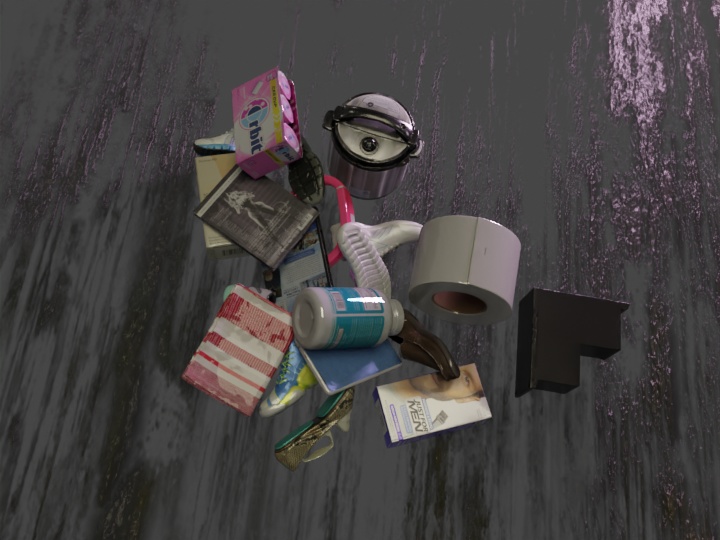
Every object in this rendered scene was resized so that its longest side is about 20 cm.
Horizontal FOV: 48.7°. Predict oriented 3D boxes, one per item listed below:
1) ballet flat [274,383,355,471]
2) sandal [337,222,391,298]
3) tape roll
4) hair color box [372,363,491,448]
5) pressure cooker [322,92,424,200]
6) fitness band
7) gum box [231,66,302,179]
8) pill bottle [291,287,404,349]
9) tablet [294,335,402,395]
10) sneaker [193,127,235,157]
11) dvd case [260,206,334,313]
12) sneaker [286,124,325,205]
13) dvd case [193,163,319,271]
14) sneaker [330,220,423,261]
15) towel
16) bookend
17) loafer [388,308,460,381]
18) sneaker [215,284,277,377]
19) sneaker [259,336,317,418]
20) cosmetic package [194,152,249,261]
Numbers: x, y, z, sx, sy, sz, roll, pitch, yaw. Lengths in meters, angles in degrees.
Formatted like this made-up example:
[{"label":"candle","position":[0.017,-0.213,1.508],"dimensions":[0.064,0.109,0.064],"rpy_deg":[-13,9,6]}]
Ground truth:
[{"label":"ballet flat","position":[-0.068,0.289,1.460],"dimensions":[0.200,0.068,0.075],"rpy_deg":[-43,100,-15]},{"label":"sandal","position":[0.005,-0.004,1.553],"dimensions":[0.082,0.050,0.204],"rpy_deg":[-35,115,-33]},{"label":"tape roll","position":[0.200,0.002,1.528],"dimensions":[0.201,0.203,0.140],"rpy_deg":[14,66,-1]},{"label":"hair color box","position":[0.133,0.253,1.492],"dimensions":[0.198,0.065,0.110],"rpy_deg":[-11,69,-13]},{"label":"pressure cooker","position":[0.024,-0.257,1.611],"dimensions":[0.175,0.200,0.180],"rpy_deg":[-23,72,-15]},{"label":"fitness band","position":[-0.083,-0.097,1.585],"dimensions":[0.142,0.037,0.202],"rpy_deg":[-15,68,21]},{"label":"gum box","position":[-0.185,-0.294,1.560],"dimensions":[0.113,0.066,0.202],"rpy_deg":[-21,58,21]},{"label":"pill bottle","position":[-0.018,0.087,1.457],"dimensions":[0.198,0.111,0.112],"rpy_deg":[2,65,-34]},{"label":"tablet","position":[-0.020,0.151,1.492],"dimensions":[0.199,0.014,0.131],"rpy_deg":[-15,64,-43]},{"label":"sneaker","position":[-0.248,-0.276,1.648],"dimensions":[0.198,0.075,0.088],"rpy_deg":[-5,81,-18]},{"label":"dvd case","position":[-0.128,-0.011,1.553],"dimensions":[0.142,0.018,0.202],"rpy_deg":[-20,68,19]},{"label":"sneaker","position":[-0.112,-0.214,1.589],"dimensions":[0.075,0.079,0.201],"rpy_deg":[-28,67,11]},{"label":"dvd case","position":[-0.201,-0.110,1.539],"dimensions":[0.199,0.016,0.149],"rpy_deg":[34,70,11]},{"label":"sneaker","position":[0.039,-0.056,1.608],"dimensions":[0.198,0.071,0.081],"rpy_deg":[-3,73,0]},{"label":"towel","position":[-0.212,0.141,1.436],"dimensions":[0.143,0.023,0.201],"rpy_deg":[30,76,-6]},{"label":"bookend","position":[0.412,0.154,1.551],"dimensions":[0.198,0.092,0.201],"rpy_deg":[8,69,-5]},{"label":"loafer","position":[0.115,0.153,1.501],"dimensions":[0.071,0.073,0.200],"rpy_deg":[-39,40,-7]},{"label":"sneaker","position":[-0.192,0.119,1.484],"dimensions":[0.138,0.078,0.202],"rpy_deg":[-1,68,8]},{"label":"sneaker","position":[-0.127,0.184,1.477],"dimensions":[0.199,0.076,0.105],"rpy_deg":[-35,85,-30]},{"label":"cosmetic package","position":[-0.268,-0.129,1.592],"dimensions":[0.104,0.071,0.202],"rpy_deg":[-9,70,-10]}]
